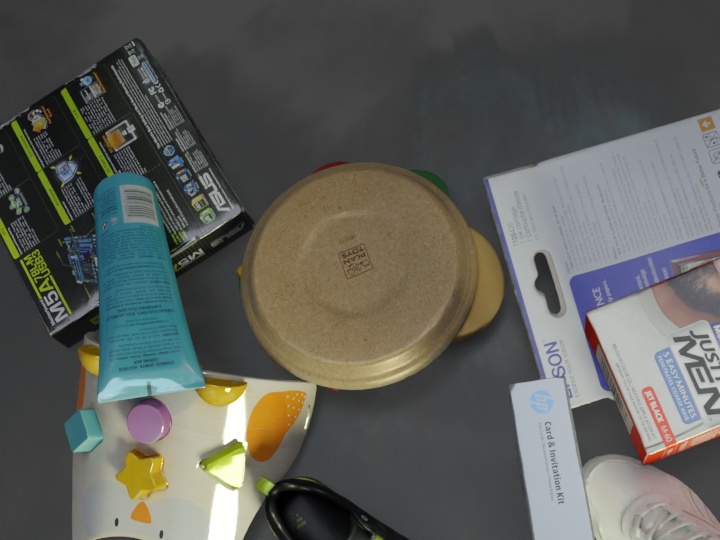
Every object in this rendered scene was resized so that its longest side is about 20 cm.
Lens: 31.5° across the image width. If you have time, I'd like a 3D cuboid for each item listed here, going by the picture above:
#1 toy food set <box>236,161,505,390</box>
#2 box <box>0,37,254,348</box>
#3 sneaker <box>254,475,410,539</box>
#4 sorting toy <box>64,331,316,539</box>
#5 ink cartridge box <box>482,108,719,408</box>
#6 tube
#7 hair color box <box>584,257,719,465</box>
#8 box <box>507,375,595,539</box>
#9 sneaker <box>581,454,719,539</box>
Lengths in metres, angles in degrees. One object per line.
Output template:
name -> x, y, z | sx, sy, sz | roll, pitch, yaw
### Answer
toy food set -> 0.000, 0.000, 1.019 | 0.199, 0.049, 0.198 | -36, 67, -7
box -> -0.219, -0.069, 1.091 | 0.192, 0.048, 0.201 | -34, 70, 1
sneaker -> 0.002, 0.216, 0.931 | 0.199, 0.083, 0.072 | 29, 79, 18
sorting toy -> -0.154, 0.157, 0.988 | 0.198, 0.107, 0.182 | 11, 92, 14
ink cartridge box -> 0.216, -0.006, 0.987 | 0.198, 0.047, 0.200 | -16, 72, 7
tube -> -0.170, 0.012, 0.972 | 0.077, 0.051, 0.201 | -11, 51, -6
hair color box -> 0.272, 0.047, 0.906 | 0.198, 0.064, 0.112 | -23, 72, 2
box -> 0.133, 0.171, 0.858 | 0.041, 0.200, 0.158 | -9, 70, 5
sneaker -> 0.233, 0.197, 0.884 | 0.200, 0.099, 0.078 | 41, 83, 20
